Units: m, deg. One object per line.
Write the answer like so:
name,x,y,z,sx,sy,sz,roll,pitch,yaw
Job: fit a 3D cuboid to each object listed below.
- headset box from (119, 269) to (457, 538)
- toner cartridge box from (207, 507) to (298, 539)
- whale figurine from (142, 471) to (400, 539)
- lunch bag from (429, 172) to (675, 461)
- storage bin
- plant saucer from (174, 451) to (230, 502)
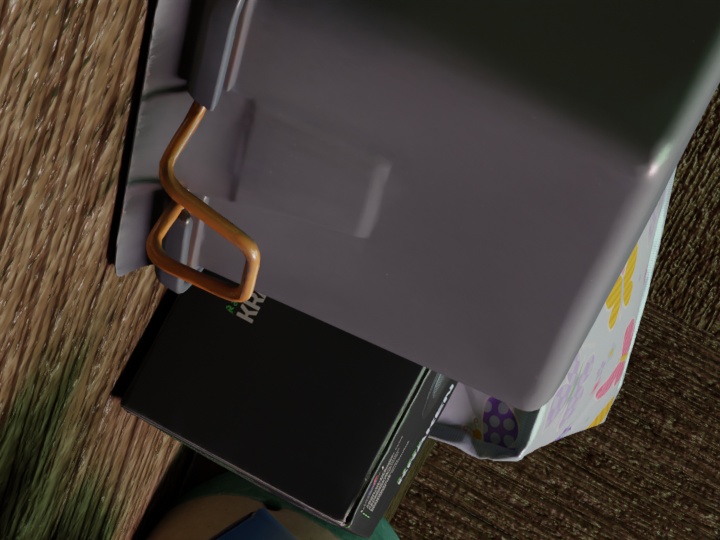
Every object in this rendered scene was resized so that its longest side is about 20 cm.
headset box,0.000,0.000,1.068,0.175,0.093,0.200,-62,174,-5
toner cartridge box,-0.092,0.157,0.852,0.200,0.043,0.095,-32,152,-37
whale figurine,-0.034,0.175,1.297,0.104,0.158,0.201,-51,148,-49
lunch bag,0.066,-0.031,1.278,0.170,0.127,0.201,-14,121,-72
storage bin,0.020,-0.044,0.801,0.146,0.134,0.200,-59,173,-28
plant saucer,-0.027,0.040,1.362,0.201,0.032,0.200,-62,175,-10
